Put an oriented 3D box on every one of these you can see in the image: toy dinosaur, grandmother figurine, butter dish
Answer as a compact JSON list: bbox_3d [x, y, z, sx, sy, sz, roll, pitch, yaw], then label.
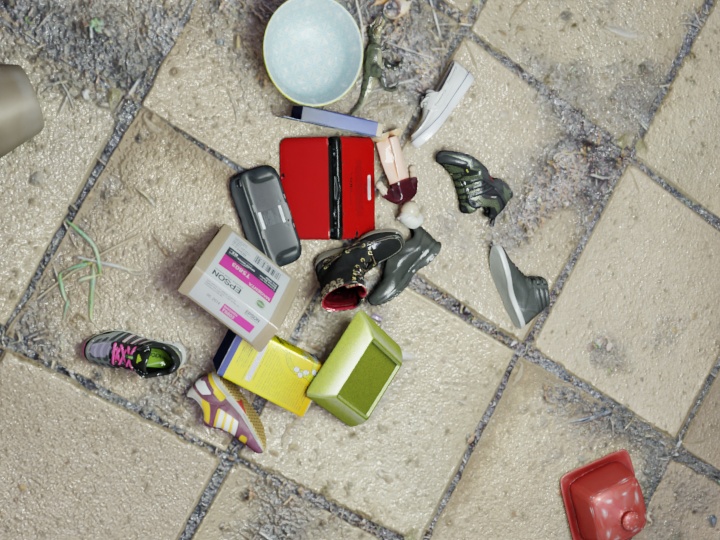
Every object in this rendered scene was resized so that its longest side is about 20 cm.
[{"bbox_3d":[0.040,-0.405,1.622,0.086,0.047,0.205,12,94,-2],"label":"toy dinosaur"},{"bbox_3d":[0.080,-0.183,1.640,0.119,0.060,0.205,-23,98,-28],"label":"grandmother figurine"},{"bbox_3d":[0.586,0.550,1.841,0.195,0.148,0.205,-18,102,-12],"label":"butter dish"}]

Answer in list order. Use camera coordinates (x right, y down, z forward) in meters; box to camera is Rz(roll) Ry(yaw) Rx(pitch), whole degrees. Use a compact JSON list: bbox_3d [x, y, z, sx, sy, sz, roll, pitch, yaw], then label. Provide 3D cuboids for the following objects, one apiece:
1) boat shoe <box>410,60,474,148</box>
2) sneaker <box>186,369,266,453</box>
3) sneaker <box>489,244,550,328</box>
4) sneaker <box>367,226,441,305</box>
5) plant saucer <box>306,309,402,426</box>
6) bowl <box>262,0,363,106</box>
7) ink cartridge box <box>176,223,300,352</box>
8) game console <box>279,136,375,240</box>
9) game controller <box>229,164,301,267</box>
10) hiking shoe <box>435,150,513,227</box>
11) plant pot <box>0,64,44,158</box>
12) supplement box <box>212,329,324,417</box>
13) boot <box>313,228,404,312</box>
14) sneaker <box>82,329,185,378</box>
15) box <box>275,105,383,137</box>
[{"bbox_3d":[0.155,-0.344,1.655,0.065,0.073,0.202,39,75,-12],"label":"boat shoe"},{"bbox_3d":[-0.267,0.297,1.611,0.089,0.075,0.202,-31,103,6],"label":"sneaker"},{"bbox_3d":[0.352,0.018,1.753,0.098,0.071,0.204,-28,109,-13],"label":"sneaker"},{"bbox_3d":[0.078,-0.011,1.674,0.091,0.076,0.200,45,77,-7],"label":"sneaker"},{"bbox_3d":[0.004,0.212,1.624,0.202,0.047,0.200,-56,140,-9],"label":"plant saucer"},{"bbox_3d":[-0.101,-0.418,1.546,0.195,0.107,0.206,-2,97,-16],"label":"bowl"},{"bbox_3d":[-0.226,0.030,1.523,0.199,0.166,0.075,38,121,-12],"label":"ink cartridge box"},{"bbox_3d":[-0.064,-0.169,1.634,0.170,0.117,0.206,-9,101,-46],"label":"game console"},{"bbox_3d":[-0.188,-0.103,1.592,0.102,0.042,0.205,-19,102,-9],"label":"game controller"},{"bbox_3d":[0.231,-0.175,1.688,0.197,0.076,0.102,31,85,-18],"label":"hiking shoe"},{"bbox_3d":[-0.653,-0.273,1.378,0.171,0.198,0.204,-27,104,-29],"label":"plant pot"},{"bbox_3d":[-0.182,0.189,1.596,0.197,0.109,0.111,30,89,-18],"label":"supplement box"},{"bbox_3d":[0.000,0.000,1.578,0.195,0.152,0.074,-17,122,7],"label":"boot"},{"bbox_3d":[-0.431,0.162,1.531,0.195,0.087,0.076,10,94,-17],"label":"sneaker"},{"bbox_3d":[-0.063,-0.295,1.564,0.195,0.121,0.033,8,99,-17],"label":"box"}]
